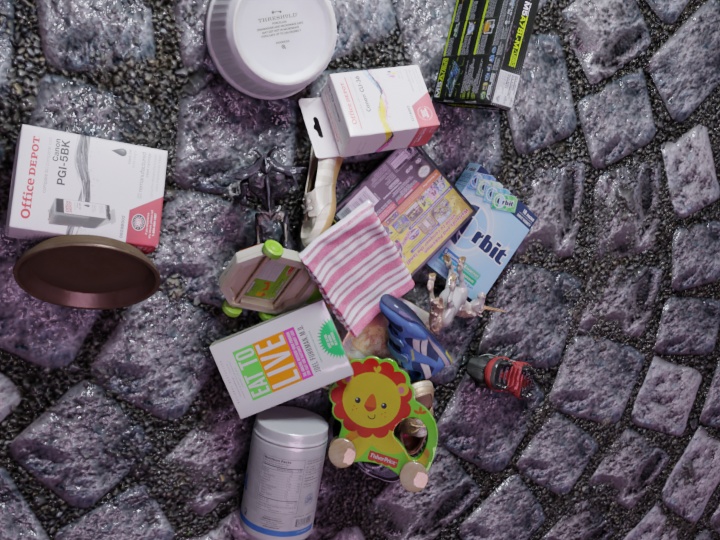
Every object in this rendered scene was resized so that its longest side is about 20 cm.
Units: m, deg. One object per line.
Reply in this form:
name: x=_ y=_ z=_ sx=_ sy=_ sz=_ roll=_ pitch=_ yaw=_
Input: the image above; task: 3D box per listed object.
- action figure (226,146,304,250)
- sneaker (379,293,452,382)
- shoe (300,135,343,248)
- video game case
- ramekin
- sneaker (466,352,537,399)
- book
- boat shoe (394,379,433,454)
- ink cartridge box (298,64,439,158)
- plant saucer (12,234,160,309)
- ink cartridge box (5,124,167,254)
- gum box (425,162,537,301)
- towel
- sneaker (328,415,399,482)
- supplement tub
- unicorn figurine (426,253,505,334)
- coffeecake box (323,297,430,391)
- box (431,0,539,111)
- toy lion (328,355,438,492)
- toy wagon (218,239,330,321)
action figure: x=-0.148 y=-0.118 z=1.201 sx=0.118 sy=0.102 sz=0.201 roll=-9 pitch=127 yaw=-13
sneaker: x=0.080 y=0.119 z=1.289 sx=0.082 sy=0.074 sz=0.200 roll=-38 pitch=125 yaw=2
shoe: x=-0.070 y=-0.128 z=1.230 sx=0.053 sy=0.070 sz=0.201 roll=23 pitch=65 yaw=-25
video game case: x=0.072 y=-0.098 z=1.321 sx=0.200 sy=0.025 sz=0.181 roll=-45 pitch=101 yaw=-6
ramekin: x=-0.127 y=-0.359 z=1.154 sx=0.201 sy=0.094 sz=0.204 roll=-6 pitch=106 yaw=-23
sneaker: x=0.272 y=0.202 z=1.491 sx=0.200 sy=0.097 sz=0.071 roll=22 pitch=81 yaw=-50
book: x=-0.127 y=0.144 z=1.255 sx=0.199 sy=0.048 sz=0.134 roll=-23 pitch=94 yaw=1
boat shoe: x=0.102 y=0.266 z=1.373 sx=0.073 sy=0.069 sz=0.201 roll=-13 pitch=145 yaw=-13
ink cartridge box: x=0.012 y=-0.254 z=1.231 sx=0.199 sy=0.068 sz=0.117 roll=-13 pitch=73 yaw=-21
plant saucer: x=-0.388 y=0.002 z=1.099 sx=0.199 sy=0.200 sz=0.030 roll=9 pitch=59 yaw=-26
ink cartridge box: x=-0.385 y=-0.110 z=1.086 sx=0.199 sy=0.083 sz=0.148 roll=7 pitch=82 yaw=-26
gum box: x=0.208 y=-0.066 z=1.407 sx=0.170 sy=0.045 sz=0.201 roll=36 pitch=88 yaw=-27
towel: x=0.000 y=0.000 z=1.233 sx=0.146 sy=0.030 sz=0.201 roll=-40 pitch=130 yaw=-11
sneaker: x=0.027 y=0.338 z=1.388 sx=0.076 sy=0.114 sz=0.200 roll=-47 pitch=116 yaw=-6
supplement tub: x=-0.131 y=0.348 z=1.311 sx=0.131 sy=0.132 sz=0.202 roll=5 pitch=100 yaw=-25
unicorn figurine: x=0.166 y=0.046 z=1.344 sx=0.199 sy=0.074 sz=0.138 roll=-30 pitch=124 yaw=-38
coffeecake box: x=0.022 y=0.133 z=1.358 sx=0.153 sy=0.073 sz=0.201 roll=29 pitch=90 yaw=-26
box: x=0.200 y=-0.365 z=1.245 sx=0.047 sy=0.193 sz=0.202 roll=10 pitch=98 yaw=-23
toy lion: x=0.038 y=0.245 z=1.280 sx=0.199 sy=0.069 sz=0.193 roll=18 pitch=87 yaw=2
toy wagon: x=-0.127 y=0.023 z=1.244 sx=0.199 sy=0.040 sz=0.155 roll=13 pitch=131 yaw=-35
